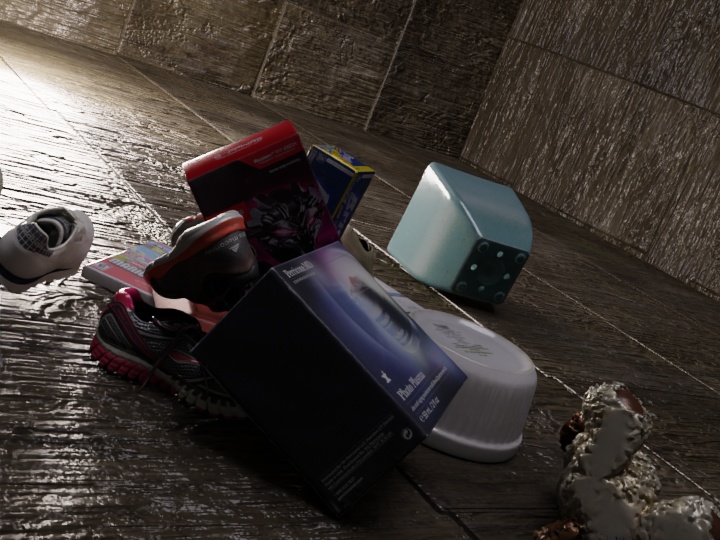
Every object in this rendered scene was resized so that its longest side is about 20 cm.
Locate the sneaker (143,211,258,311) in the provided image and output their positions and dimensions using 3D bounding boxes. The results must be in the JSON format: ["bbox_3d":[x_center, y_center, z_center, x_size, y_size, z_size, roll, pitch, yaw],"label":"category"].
[{"bbox_3d":[-0.152,0.011,0.942,0.077,0.082,0.200,-29,-2,-26],"label":"sneaker"}]

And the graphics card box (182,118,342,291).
[{"bbox_3d":[-0.092,-0.044,1.034,0.125,0.200,0.051,-24,29,-5],"label":"graphics card box"}]

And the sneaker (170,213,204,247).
[{"bbox_3d":[-0.169,-0.023,1.341,0.199,0.077,0.082,8,41,-1],"label":"sneaker"}]

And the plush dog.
[{"bbox_3d":[0.256,0.229,0.984,0.200,0.160,0.172,56,10,15],"label":"plush dog"}]

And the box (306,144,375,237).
[{"bbox_3d":[-0.063,-0.044,1.120,0.064,0.200,0.070,32,16,14],"label":"box"}]

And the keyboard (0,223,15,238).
[{"bbox_3d":[-0.464,-0.046,1.093,0.199,0.021,0.127,14,10,-27],"label":"keyboard"}]

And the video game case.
[{"bbox_3d":[-0.241,0.011,1.219,0.143,0.017,0.200,24,14,7],"label":"video game case"}]

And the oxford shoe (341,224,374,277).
[{"bbox_3d":[0.000,0.000,1.249,0.070,0.075,0.200,27,-9,20],"label":"oxford shoe"}]

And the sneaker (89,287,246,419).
[{"bbox_3d":[-0.162,0.085,0.947,0.199,0.075,0.081,22,14,-5],"label":"sneaker"}]

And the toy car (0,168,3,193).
[{"bbox_3d":[-0.502,-0.150,1.088,0.199,0.150,0.175,22,9,19],"label":"toy car"}]

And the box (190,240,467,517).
[{"bbox_3d":[-0.021,0.090,0.916,0.198,0.123,0.200,46,17,5],"label":"box"}]

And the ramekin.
[{"bbox_3d":[0.111,0.127,1.137,0.200,0.105,0.200,20,15,-5],"label":"ramekin"}]

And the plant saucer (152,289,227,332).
[{"bbox_3d":[-0.139,0.054,1.124,0.199,0.037,0.200,21,16,-24],"label":"plant saucer"}]

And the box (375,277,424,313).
[{"bbox_3d":[-0.019,0.031,1.429,0.200,0.041,0.156,32,17,38],"label":"box"}]

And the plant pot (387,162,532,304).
[{"bbox_3d":[0.199,-0.046,1.754,0.196,0.196,0.200,15,24,-27],"label":"plant pot"}]

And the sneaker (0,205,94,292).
[{"bbox_3d":[-0.338,-0.038,1.086,0.076,0.081,0.200,42,17,-7],"label":"sneaker"}]
